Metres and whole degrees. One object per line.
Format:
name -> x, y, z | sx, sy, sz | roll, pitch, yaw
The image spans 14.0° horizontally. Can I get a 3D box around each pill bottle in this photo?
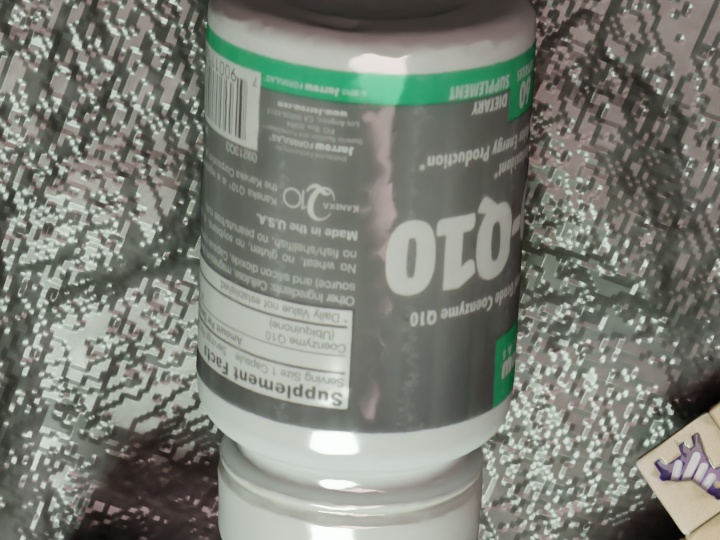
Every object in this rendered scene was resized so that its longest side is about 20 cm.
pill bottle -> 0.000, 0.000, 1.017 | 0.112, 0.113, 0.201 | 1, 111, -4

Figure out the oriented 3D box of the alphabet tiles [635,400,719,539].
alphabet tiles -> 0.175, 0.121, 1.091 | 0.199, 0.008, 0.168 | -35, 92, 0
